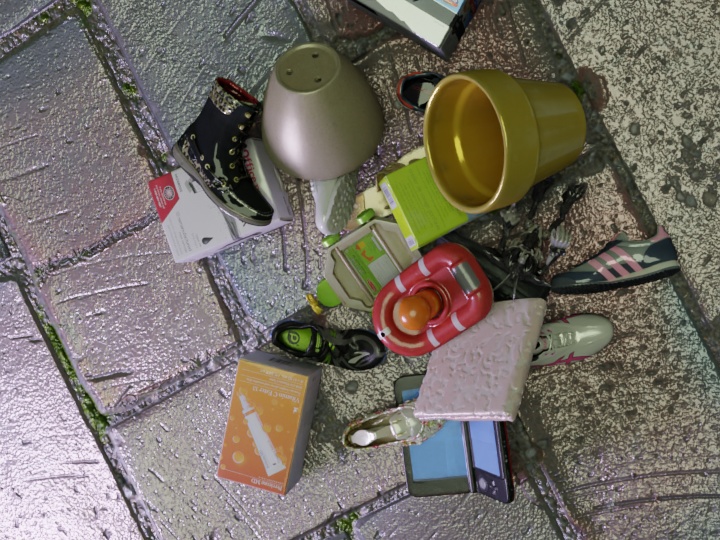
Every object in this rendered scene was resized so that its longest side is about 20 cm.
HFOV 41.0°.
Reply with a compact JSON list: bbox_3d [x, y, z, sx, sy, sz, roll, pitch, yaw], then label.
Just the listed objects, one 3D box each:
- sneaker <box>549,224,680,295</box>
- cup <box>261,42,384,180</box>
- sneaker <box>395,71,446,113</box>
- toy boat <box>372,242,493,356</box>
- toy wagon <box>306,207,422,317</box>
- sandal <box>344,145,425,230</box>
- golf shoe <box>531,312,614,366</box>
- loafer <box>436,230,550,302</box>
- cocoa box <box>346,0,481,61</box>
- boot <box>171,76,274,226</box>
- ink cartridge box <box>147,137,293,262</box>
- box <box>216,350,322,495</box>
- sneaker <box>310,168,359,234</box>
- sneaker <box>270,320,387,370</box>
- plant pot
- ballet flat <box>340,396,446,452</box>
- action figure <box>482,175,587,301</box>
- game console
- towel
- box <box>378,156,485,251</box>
[{"bbox_3d":[0.387,-0.014,1.492,0.197,0.070,0.083,-11,74,9],"label":"sneaker"},{"bbox_3d":[-0.070,-0.263,1.479,0.197,0.144,0.203,-5,58,7],"label":"cup"},{"bbox_3d":[0.149,-0.269,1.508,0.197,0.084,0.076,7,94,11],"label":"sneaker"},{"bbox_3d":[0.097,0.054,1.461,0.199,0.130,0.131,-37,83,32],"label":"toy boat"},{"bbox_3d":[0.000,0.000,1.561,0.199,0.040,0.156,-32,103,12],"label":"toy wagon"},{"bbox_3d":[0.050,-0.129,1.543,0.210,0.070,0.078,-33,87,11],"label":"sandal"},{"bbox_3d":[0.298,0.116,1.497,0.197,0.092,0.074,-14,90,10],"label":"golf shoe"},{"bbox_3d":[0.210,-0.005,1.526,0.200,0.068,0.071,36,66,10],"label":"loafer"},{"bbox_3d":[0.079,-0.439,1.487,0.199,0.133,0.132,32,98,8],"label":"cocoa box"},{"bbox_3d":[-0.189,-0.182,1.484,0.203,0.073,0.154,42,117,12],"label":"boot"},{"bbox_3d":[-0.230,-0.116,1.594,0.198,0.083,0.149,-21,88,12],"label":"ink cartridge box"},{"bbox_3d":[-0.149,0.249,1.591,0.123,0.097,0.203,12,96,10],"label":"box"},{"bbox_3d":[-0.050,-0.145,1.536,0.079,0.077,0.202,3,59,15],"label":"sneaker"},{"bbox_3d":[-0.055,0.125,1.572,0.197,0.083,0.072,9,95,10],"label":"sneaker"},{"bbox_3d":[0.222,-0.201,1.421,0.187,0.200,0.204,-16,90,-30],"label":"plant pot"},{"bbox_3d":[0.050,0.254,1.537,0.199,0.064,0.077,-26,82,32],"label":"ballet flat"},{"bbox_3d":[0.262,-0.058,1.460,0.118,0.102,0.202,25,70,12],"label":"action figure"},{"bbox_3d":[0.146,0.266,1.523,0.117,0.172,0.203,-9,92,-20],"label":"game console"},{"bbox_3d":[0.181,0.138,1.458,0.189,0.032,0.202,-11,48,44],"label":"towel"},{"bbox_3d":[0.141,-0.129,1.505,0.198,0.048,0.123,-26,89,-16],"label":"box"}]
